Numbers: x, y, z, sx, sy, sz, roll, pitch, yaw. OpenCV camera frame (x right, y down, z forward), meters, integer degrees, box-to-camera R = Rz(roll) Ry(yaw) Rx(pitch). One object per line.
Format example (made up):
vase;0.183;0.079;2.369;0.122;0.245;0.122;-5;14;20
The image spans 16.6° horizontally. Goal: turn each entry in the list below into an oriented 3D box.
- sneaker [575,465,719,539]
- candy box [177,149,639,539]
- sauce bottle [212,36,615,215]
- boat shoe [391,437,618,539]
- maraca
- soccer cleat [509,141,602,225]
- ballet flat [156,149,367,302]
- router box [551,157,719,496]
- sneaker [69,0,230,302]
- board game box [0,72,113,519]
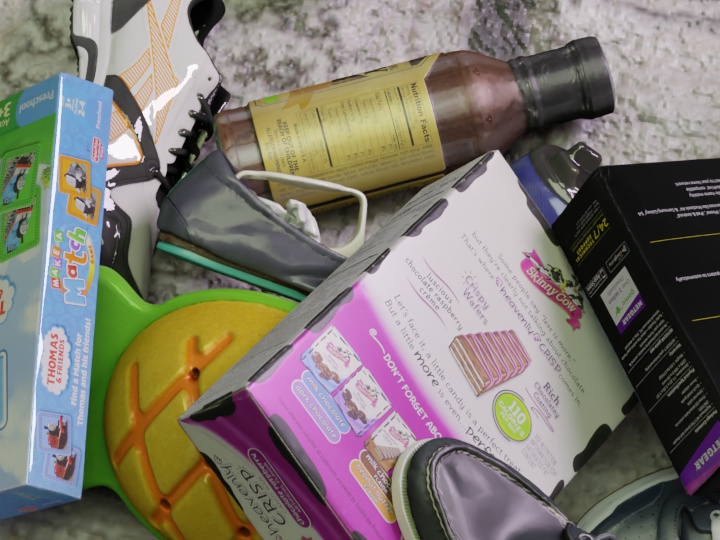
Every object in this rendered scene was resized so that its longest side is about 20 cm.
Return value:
sneaker;0.197;0.128;1.109;0.199;0.108;0.071;-7;100;-9
candy box;0.030;0.057;1.098;0.200;0.061;0.137;-42;101;-39
sauce bottle;0.027;-0.073;1.236;0.199;0.065;0.065;-14;70;-3
boat shoe;0.095;0.143;1.026;0.074;0.066;0.200;-36;90;-37
maraca;-0.072;0.072;1.163;0.199;0.107;0.138;17;102;16
soccer cleat;0.133;0.029;1.202;0.084;0.065;0.200;-45;79;27
ballet flat;0.000;0.000;1.185;0.199;0.073;0.073;26;73;-5
router box;0.204;0.018;1.137;0.199;0.051;0.150;-5;57;-33
sneaker;-0.107;-0.070;1.237;0.080;0.074;0.201;0;70;1
board game box;-0.182;0.022;1.180;0.151;0.036;0.201;-19;62;44
